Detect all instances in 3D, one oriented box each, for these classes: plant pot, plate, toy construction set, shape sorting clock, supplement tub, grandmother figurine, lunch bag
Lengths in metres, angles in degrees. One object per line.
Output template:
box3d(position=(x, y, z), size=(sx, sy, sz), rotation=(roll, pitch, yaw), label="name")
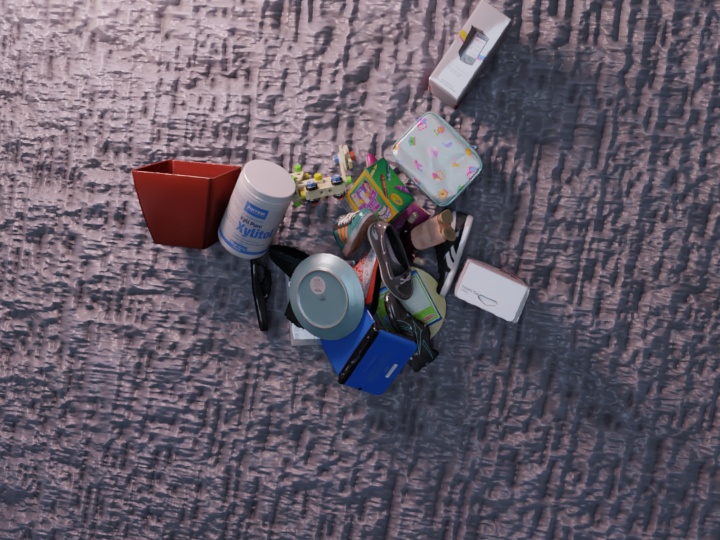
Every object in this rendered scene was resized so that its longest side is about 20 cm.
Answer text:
box3d(position=(-0.410, -0.157, 1.525), size=(0.196, 0.200, 0.179), rotation=(7, 107, 8), label="plant pot")
box3d(position=(-0.083, 0.063, 1.448), size=(0.197, 0.025, 0.204), rotation=(6, 103, 26), label="plate")
box3d(position=(-0.096, -0.217, 1.510), size=(0.197, 0.132, 0.093), rotation=(-25, 122, 4), label="toy construction set")
box3d(position=(0.107, 0.087, 1.533), size=(0.196, 0.039, 0.204), rotation=(2, 99, 10), label="shape sorting clock")
box3d(position=(-0.242, -0.138, 1.469), size=(0.131, 0.132, 0.201), rotation=(36, 128, 4), label="supplement tub")
box3d(position=(0.130, -0.070, 1.466), size=(0.198, 0.060, 0.124), rotation=(-18, 67, 47), label="grandmother figurine")
box3d(position=(0.183, -0.257, 1.476), size=(0.160, 0.077, 0.200), rotation=(-45, 87, 8), label="lunch bag")

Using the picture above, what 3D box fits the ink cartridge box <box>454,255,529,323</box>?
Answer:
box3d(position=(0.290, 0.037, 1.420), size=(0.143, 0.200, 0.085), rotation=(24, 98, 6), label="ink cartridge box")

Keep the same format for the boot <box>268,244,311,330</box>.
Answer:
box3d(position=(-0.151, 0.042, 1.531), size=(0.196, 0.073, 0.165), rotation=(22, 110, 22), label="boot")

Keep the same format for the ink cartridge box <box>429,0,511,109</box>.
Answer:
box3d(position=(0.240, -0.473, 1.415), size=(0.085, 0.148, 0.201), rotation=(34, 97, 3), label="ink cartridge box")

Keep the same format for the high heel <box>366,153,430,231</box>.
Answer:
box3d(position=(0.086, -0.194, 1.496), size=(0.095, 0.067, 0.203), rotation=(-22, 96, 19), label="high heel")

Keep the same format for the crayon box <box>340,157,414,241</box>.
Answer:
box3d(position=(0.035, -0.157, 1.447), size=(0.058, 0.200, 0.119), rotation=(-36, 88, -24), label="crayon box")

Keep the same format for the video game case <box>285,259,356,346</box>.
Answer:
box3d(position=(-0.091, 0.082, 1.572), size=(0.179, 0.024, 0.204), rotation=(-4, 93, 9), label="video game case")

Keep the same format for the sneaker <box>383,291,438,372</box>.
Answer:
box3d(position=(0.116, 0.134, 1.492), size=(0.078, 0.075, 0.202), rotation=(-25, 100, 0), label="sneaker")

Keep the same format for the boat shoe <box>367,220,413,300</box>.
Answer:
box3d(position=(0.077, -0.017, 1.419), size=(0.067, 0.057, 0.202), rotation=(-38, 113, -30), label="boat shoe")

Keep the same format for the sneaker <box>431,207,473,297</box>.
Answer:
box3d(position=(0.186, -0.048, 1.497), size=(0.110, 0.073, 0.203), rotation=(19, 85, 10), label="sneaker")

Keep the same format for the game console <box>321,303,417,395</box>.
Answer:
box3d(position=(0.017, 0.172, 1.495), size=(0.168, 0.119, 0.201), rotation=(21, 127, -16), label="game console")

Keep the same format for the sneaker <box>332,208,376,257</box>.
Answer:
box3d(position=(-0.024, -0.100, 1.469), size=(0.071, 0.200, 0.080), rotation=(-38, 82, -25), label="sneaker")

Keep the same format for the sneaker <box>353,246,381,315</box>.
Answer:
box3d(position=(0.000, 0.001, 1.492), size=(0.106, 0.067, 0.205), rotation=(17, 105, 21), label="sneaker")

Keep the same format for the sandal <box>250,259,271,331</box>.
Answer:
box3d(position=(-0.242, 0.048, 1.577), size=(0.047, 0.075, 0.204), rotation=(-10, 101, -16), label="sandal")
